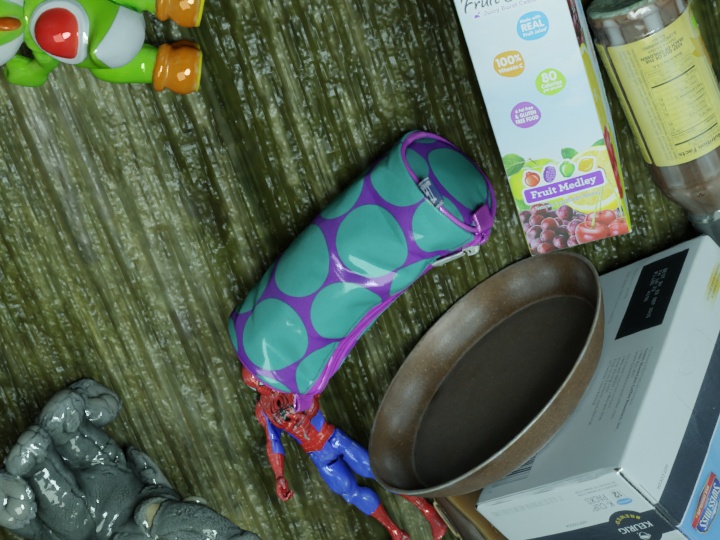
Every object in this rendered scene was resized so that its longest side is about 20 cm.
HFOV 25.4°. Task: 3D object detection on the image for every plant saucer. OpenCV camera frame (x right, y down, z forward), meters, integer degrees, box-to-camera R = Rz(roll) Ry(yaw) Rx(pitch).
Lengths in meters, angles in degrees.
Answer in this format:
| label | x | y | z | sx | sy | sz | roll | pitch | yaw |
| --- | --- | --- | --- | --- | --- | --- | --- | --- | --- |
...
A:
| label | x | y | z | sx | sy | sz | roll | pitch | yaw |
| --- | --- | --- | --- | --- | --- | --- | --- | --- | --- |
| plant saucer | 0.088 | 0.074 | 1.051 | 0.200 | 0.201 | 0.034 | -37 | 115 | 23 |

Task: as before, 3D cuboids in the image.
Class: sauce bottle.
| label | x | y | z | sx | sy | sz | roll | pitch | yaw |
| --- | --- | --- | --- | --- | --- | --- | --- | --- | --- |
| sauce bottle | 0.207 | -0.091 | 1.024 | 0.064 | 0.065 | 0.201 | -19 | 116 | 17 |

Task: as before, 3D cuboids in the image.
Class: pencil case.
| label | x | y | z | sx | sy | sz | roll | pitch | yaw |
| --- | --- | --- | --- | --- | --- | --- | --- | --- | --- |
| pencil case | 0.000 | 0.000 | 1.086 | 0.200 | 0.085 | 0.093 | -44 | 72 | 26 |

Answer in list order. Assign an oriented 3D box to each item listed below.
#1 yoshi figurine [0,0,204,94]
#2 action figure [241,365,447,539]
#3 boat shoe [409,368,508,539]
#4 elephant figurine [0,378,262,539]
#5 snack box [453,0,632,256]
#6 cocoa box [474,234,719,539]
| label | x | y | z | sx | sy | sz | roll | pitch | yaw |
| --- | --- | --- | --- | --- | --- | --- | --- | --- | --- |
| yoshi figurine | -0.201 | -0.168 | 1.033 | 0.198 | 0.114 | 0.112 | 3 | 161 | -10 |
| action figure | -0.021 | 0.148 | 1.167 | 0.065 | 0.099 | 0.200 | -36 | 106 | 22 |
| boat shoe | 0.083 | 0.163 | 1.174 | 0.201 | 0.070 | 0.070 | 60 | 153 | -9 |
| elephant figurine | -0.175 | 0.189 | 1.180 | 0.199 | 0.155 | 0.142 | 38 | 95 | -4 |
| snack box | 0.103 | -0.138 | 0.951 | 0.067 | 0.169 | 0.201 | -13 | 115 | 11 |
| cocoa box | 0.190 | 0.105 | 1.035 | 0.131 | 0.201 | 0.133 | 44 | 141 | -19 |
